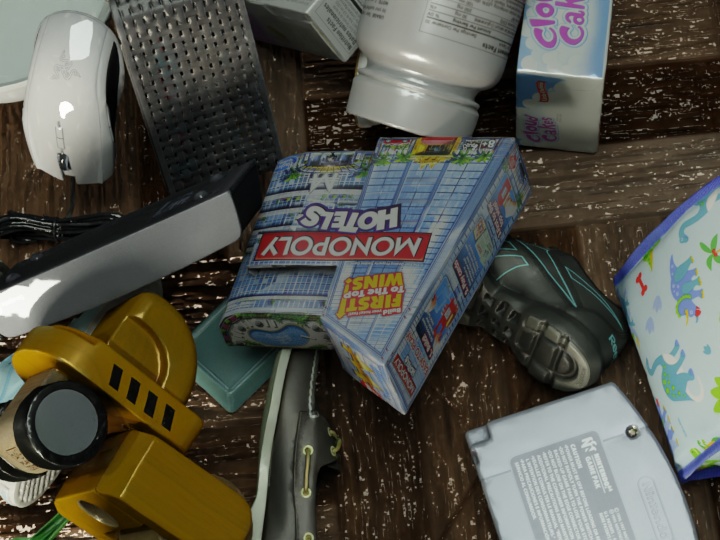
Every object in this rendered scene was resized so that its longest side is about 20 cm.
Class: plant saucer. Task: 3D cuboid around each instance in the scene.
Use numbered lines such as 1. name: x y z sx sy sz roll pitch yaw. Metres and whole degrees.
1. plant saucer: -0.052 0.014 1.392 0.070 0.019 0.200 40 75 19

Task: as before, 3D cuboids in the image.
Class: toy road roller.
1. toy road roller: -0.149 0.108 1.263 0.200 0.123 0.146 40 64 -15

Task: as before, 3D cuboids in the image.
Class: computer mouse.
1. computer mouse: -0.217 -0.095 1.363 0.110 0.200 0.044 12 35 9

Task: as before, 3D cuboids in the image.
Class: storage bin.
1. storage bin: -0.128 -0.166 1.367 0.094 0.200 0.135 -17 49 -3

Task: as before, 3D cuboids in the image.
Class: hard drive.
1. hard drive: -0.166 -0.015 1.312 0.200 0.135 0.042 -23 100 10

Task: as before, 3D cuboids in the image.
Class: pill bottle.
1. pill bottle: 0.062 -0.198 1.351 0.113 0.113 0.200 18 95 12

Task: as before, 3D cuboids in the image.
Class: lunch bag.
1. lunch bag: 0.279 0.027 1.259 0.127 0.200 0.170 -7 63 -22

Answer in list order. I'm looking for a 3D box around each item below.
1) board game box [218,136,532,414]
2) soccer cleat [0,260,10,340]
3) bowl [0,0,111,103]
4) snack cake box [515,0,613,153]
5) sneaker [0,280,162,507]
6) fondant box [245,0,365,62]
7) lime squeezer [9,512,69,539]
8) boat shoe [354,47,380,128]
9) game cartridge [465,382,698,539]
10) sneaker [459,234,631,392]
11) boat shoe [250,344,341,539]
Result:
1. board game box: 0.000 0.000 1.292 0.200 0.062 0.200 1 51 22
2. soccer cleat: -0.321 0.076 1.363 0.086 0.070 0.200 10 64 25
3. bowl: -0.280 -0.208 1.467 0.201 0.090 0.201 -1 67 3
4. snack cake box: 0.161 -0.206 1.423 0.067 0.115 0.200 6 66 5
5. sneaker: -0.224 0.070 1.349 0.082 0.074 0.200 26 65 19
6. fondant box: -0.006 -0.262 1.447 0.200 0.058 0.144 -50 36 -14
7. lime squeezer: -0.253 0.203 1.298 0.038 0.071 0.200 25 39 31
8. boat shoe: 0.050 -0.195 1.449 0.069 0.071 0.200 16 67 12
9. game cartridge: 0.164 0.184 1.285 0.133 0.040 0.200 -19 66 6
10. sneaker: 0.110 0.011 1.365 0.200 0.075 0.079 40 52 20
11. boat shoe: -0.044 0.142 1.308 0.061 0.072 0.201 8 71 -1
